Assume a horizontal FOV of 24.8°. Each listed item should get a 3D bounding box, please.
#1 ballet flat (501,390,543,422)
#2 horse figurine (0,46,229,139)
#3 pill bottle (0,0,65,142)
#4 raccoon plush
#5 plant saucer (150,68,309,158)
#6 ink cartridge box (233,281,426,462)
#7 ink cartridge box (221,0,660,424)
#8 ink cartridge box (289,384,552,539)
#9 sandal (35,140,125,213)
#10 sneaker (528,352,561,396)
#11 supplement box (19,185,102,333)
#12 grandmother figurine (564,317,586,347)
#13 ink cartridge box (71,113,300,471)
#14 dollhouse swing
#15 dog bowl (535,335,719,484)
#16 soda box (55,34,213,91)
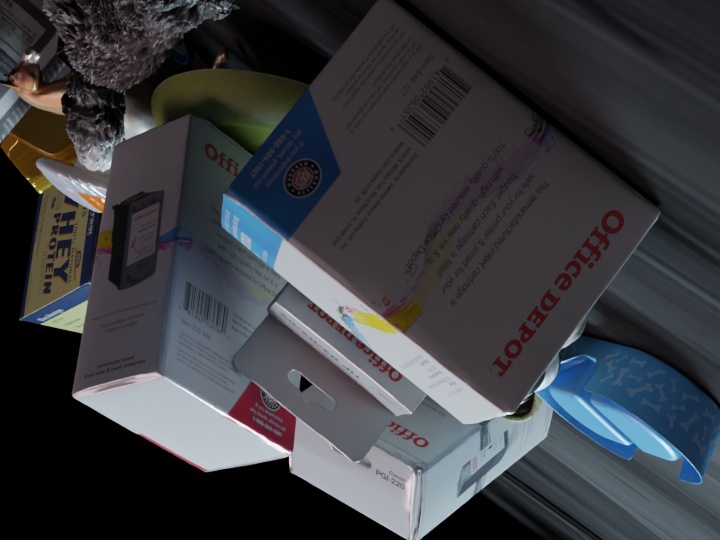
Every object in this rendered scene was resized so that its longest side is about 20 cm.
[{"bbox_3d":[0.083,0.057,1.311,0.200,0.071,0.071,42,170,-33],"label":"ballet flat"},{"bbox_3d":[-0.159,-0.133,1.247,0.199,0.050,0.133,24,133,-27],"label":"horse figurine"},{"bbox_3d":[-0.298,-0.185,1.327,0.113,0.200,0.113,37,170,8],"label":"pill bottle"},{"bbox_3d":[-0.140,-0.145,1.112,0.134,0.097,0.201,36,141,44],"label":"raccoon plush"},{"bbox_3d":[-0.060,-0.082,1.188,0.199,0.031,0.200,14,159,5],"label":"plant saucer"},{"bbox_3d":[0.020,0.014,1.064,0.115,0.200,0.068,38,170,-2],"label":"ink cartridge box"},{"bbox_3d":[0.040,-0.027,0.956,0.200,0.147,0.145,39,171,0],"label":"ink cartridge box"},{"bbox_3d":[0.054,0.128,1.415,0.145,0.200,0.085,25,127,32],"label":"ink cartridge box"},{"bbox_3d":[-0.156,-0.068,1.314,0.206,0.059,0.079,15,165,10],"label":"sandal"},{"bbox_3d":[0.047,0.049,1.231,0.199,0.079,0.074,17,117,24],"label":"sneaker"},{"bbox_3d":[-0.197,-0.012,1.590,0.199,0.135,0.200,14,161,-27],"label":"supplement box"},{"bbox_3d":[0.068,0.004,1.167,0.199,0.061,0.121,22,-176,-2],"label":"grandmother figurine"},{"bbox_3d":[-0.110,0.018,1.133,0.085,0.201,0.148,-17,144,31],"label":"ink cartridge box"},{"bbox_3d":[-0.220,-0.091,1.628,0.176,0.181,0.200,52,174,17],"label":"dollhouse swing"},{"bbox_3d":[0.201,0.099,1.245,0.111,0.050,0.200,42,170,-19],"label":"dog bowl"},{"bbox_3d":[-0.157,-0.146,1.320,0.200,0.071,0.064,48,-151,-42],"label":"soda box"}]
